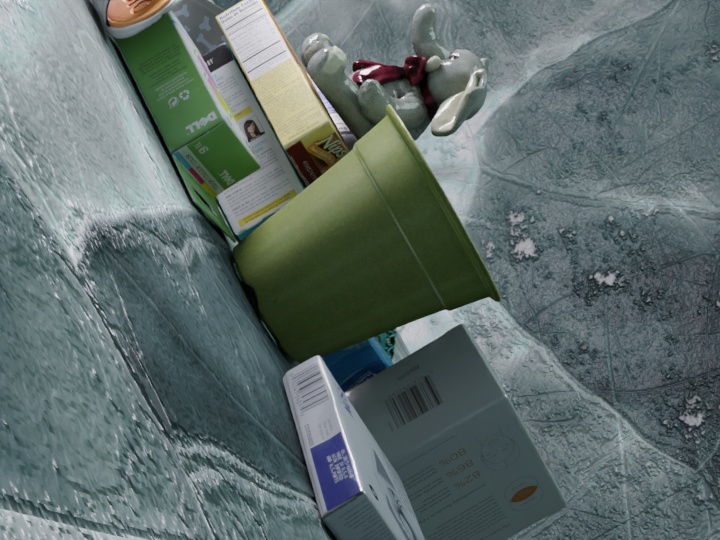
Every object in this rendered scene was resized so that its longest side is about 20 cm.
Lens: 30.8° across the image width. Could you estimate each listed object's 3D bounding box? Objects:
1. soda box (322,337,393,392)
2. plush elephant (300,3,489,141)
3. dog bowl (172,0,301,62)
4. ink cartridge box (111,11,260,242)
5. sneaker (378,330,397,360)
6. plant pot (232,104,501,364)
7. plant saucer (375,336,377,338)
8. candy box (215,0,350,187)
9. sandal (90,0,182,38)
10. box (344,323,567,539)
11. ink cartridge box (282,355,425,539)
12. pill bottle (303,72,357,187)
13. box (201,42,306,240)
[{"bbox_3d":[0.007,0.117,1.362,0.068,0.064,0.200,62,4,38],"label":"soda box"},{"bbox_3d":[0.053,-0.183,1.287,0.200,0.155,0.165,53,4,-10],"label":"plush elephant"},{"bbox_3d":[-0.169,-0.275,1.541,0.200,0.059,0.200,31,4,-2],"label":"dog bowl"},{"bbox_3d":[-0.147,-0.135,1.182,0.201,0.059,0.104,61,3,24],"label":"ink cartridge box"},{"bbox_3d":[0.014,0.088,1.644,0.201,0.079,0.078,60,2,-12],"label":"sneaker"},{"bbox_3d":[-0.005,-0.014,1.165,0.201,0.189,0.200,60,3,-6],"label":"plant pot"},{"bbox_3d":[0.000,0.000,1.441,0.032,0.201,0.200,19,18,-19],"label":"plant saucer"},{"bbox_3d":[-0.069,-0.168,1.296,0.200,0.055,0.116,61,2,35],"label":"candy box"},{"bbox_3d":[-0.222,-0.273,1.182,0.059,0.079,0.207,56,-4,-38],"label":"sandal"},{"bbox_3d":[0.087,0.178,1.261,0.200,0.152,0.107,59,2,-43],"label":"box"},{"bbox_3d":[0.017,0.190,0.997,0.200,0.040,0.200,59,3,-28],"label":"ink cartridge box"},{"bbox_3d":[-0.026,-0.119,1.404,0.111,0.111,0.200,58,9,-42],"label":"pill bottle"},{"bbox_3d":[-0.123,-0.125,1.309,0.201,0.082,0.049,62,2,24],"label":"box"}]
